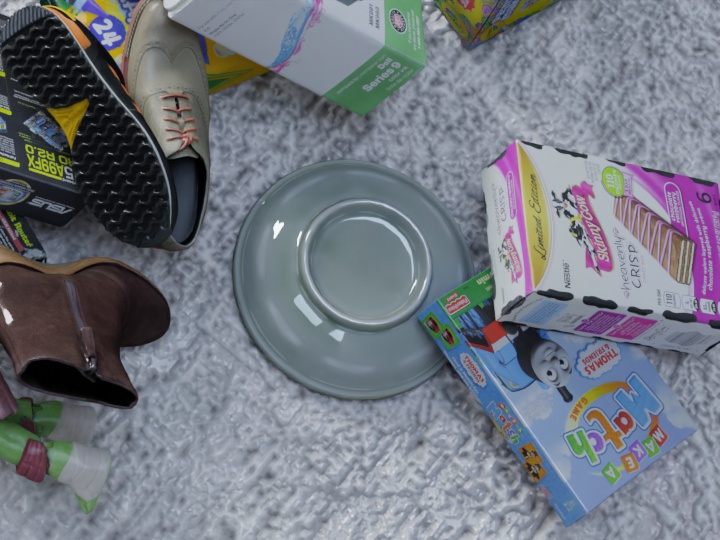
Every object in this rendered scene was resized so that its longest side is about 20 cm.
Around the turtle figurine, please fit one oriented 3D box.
[{"bbox_3d":[-0.291,0.137,1.538,0.193,0.144,0.201,18,75,-24],"label":"turtle figurine"}]

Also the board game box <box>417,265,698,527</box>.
[{"bbox_3d":[0.157,0.081,1.689,0.151,0.037,0.200,-30,82,-40],"label":"board game box"}]

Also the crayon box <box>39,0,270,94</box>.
[{"bbox_3d":[-0.140,-0.205,1.722,0.199,0.052,0.126,-23,79,-20],"label":"crayon box"}]

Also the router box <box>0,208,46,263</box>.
[{"bbox_3d":[-0.351,-0.051,1.612,0.150,0.062,0.200,-29,81,-21],"label":"router box"}]

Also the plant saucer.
[{"bbox_3d":[0.000,0.000,1.691,0.199,0.050,0.201,4,71,-13],"label":"plant saucer"}]

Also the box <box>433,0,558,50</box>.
[{"bbox_3d":[0.124,-0.327,1.791,0.192,0.122,0.200,-31,82,-20],"label":"box"}]

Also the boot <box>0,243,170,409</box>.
[{"bbox_3d":[-0.195,0.053,1.545,0.200,0.072,0.166,20,21,-41],"label":"boot"}]

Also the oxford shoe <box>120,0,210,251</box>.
[{"bbox_3d":[-0.139,-0.113,1.640,0.070,0.075,0.201,-8,101,-23],"label":"oxford shoe"}]

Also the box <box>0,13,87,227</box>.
[{"bbox_3d":[-0.299,-0.130,1.589,0.200,0.044,0.161,17,47,-41],"label":"box"}]

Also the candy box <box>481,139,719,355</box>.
[{"bbox_3d":[0.199,-0.017,1.706,0.199,0.061,0.137,9,61,-26],"label":"candy box"}]

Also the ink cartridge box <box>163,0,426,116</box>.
[{"bbox_3d":[-0.050,-0.232,1.676,0.200,0.087,0.146,23,49,-33],"label":"ink cartridge box"}]

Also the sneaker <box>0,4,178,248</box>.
[{"bbox_3d":[-0.188,-0.113,1.605,0.070,0.090,0.200,-32,90,19],"label":"sneaker"}]
